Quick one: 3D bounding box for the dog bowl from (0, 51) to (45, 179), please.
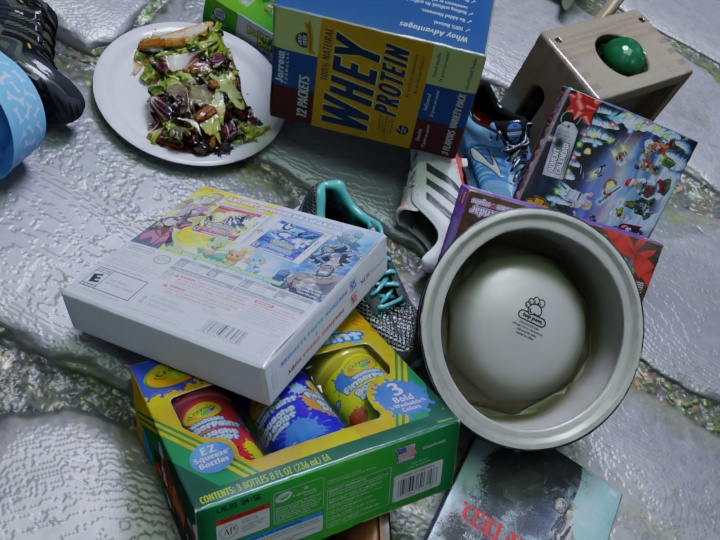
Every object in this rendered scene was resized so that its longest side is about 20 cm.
[{"bbox_3d":[-0.363,-0.167,0.700,0.200,0.112,0.050,37,41,7],"label":"dog bowl"}]

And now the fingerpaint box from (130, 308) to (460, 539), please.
[{"bbox_3d":[-0.054,0.117,0.597,0.199,0.074,0.167,-13,33,-25],"label":"fingerpaint box"}]

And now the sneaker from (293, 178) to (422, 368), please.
[{"bbox_3d":[0.000,0.000,0.723,0.077,0.091,0.200,-29,71,-30],"label":"sneaker"}]

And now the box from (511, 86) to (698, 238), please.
[{"bbox_3d":[0.224,-0.063,0.786,0.136,0.201,0.040,21,16,-4],"label":"box"}]

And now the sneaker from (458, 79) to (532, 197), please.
[{"bbox_3d":[0.153,-0.121,0.853,0.078,0.090,0.201,-22,71,-29],"label":"sneaker"}]

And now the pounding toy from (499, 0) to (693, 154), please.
[{"bbox_3d":[0.258,-0.221,0.886,0.183,0.200,0.143,-21,66,-29],"label":"pounding toy"}]

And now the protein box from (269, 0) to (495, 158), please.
[{"bbox_3d":[0.028,-0.250,0.798,0.197,0.135,0.201,13,55,1],"label":"protein box"}]

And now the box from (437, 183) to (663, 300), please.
[{"bbox_3d":[0.171,0.011,0.754,0.199,0.138,0.039,14,13,-9],"label":"box"}]

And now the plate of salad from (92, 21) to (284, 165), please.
[{"bbox_3d":[-0.172,-0.194,0.816,0.199,0.048,0.201,9,56,-14],"label":"plate of salad"}]

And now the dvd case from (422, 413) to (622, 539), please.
[{"bbox_3d":[0.130,0.232,0.662,0.146,0.022,0.200,33,55,4],"label":"dvd case"}]

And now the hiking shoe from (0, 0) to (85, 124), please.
[{"bbox_3d":[-0.326,-0.225,0.766,0.200,0.076,0.101,40,58,10],"label":"hiking shoe"}]

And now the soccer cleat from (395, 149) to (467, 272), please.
[{"bbox_3d":[0.071,-0.083,0.818,0.085,0.069,0.201,-9,62,-14],"label":"soccer cleat"}]

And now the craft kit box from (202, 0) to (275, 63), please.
[{"bbox_3d":[-0.050,-0.310,0.937,0.197,0.049,0.200,29,54,4],"label":"craft kit box"}]

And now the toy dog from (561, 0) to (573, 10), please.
[{"bbox_3d":[0.254,-0.493,1.102,0.199,0.140,0.194,33,41,3],"label":"toy dog"}]

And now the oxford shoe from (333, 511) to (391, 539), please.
[{"bbox_3d":[-0.010,0.223,0.593,0.071,0.072,0.201,1,51,4],"label":"oxford shoe"}]

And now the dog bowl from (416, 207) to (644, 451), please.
[{"bbox_3d":[0.137,0.049,0.681,0.199,0.074,0.201,0,88,-11],"label":"dog bowl"}]

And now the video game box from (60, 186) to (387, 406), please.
[{"bbox_3d":[-0.106,0.008,0.648,0.199,0.047,0.182,17,43,25],"label":"video game box"}]
